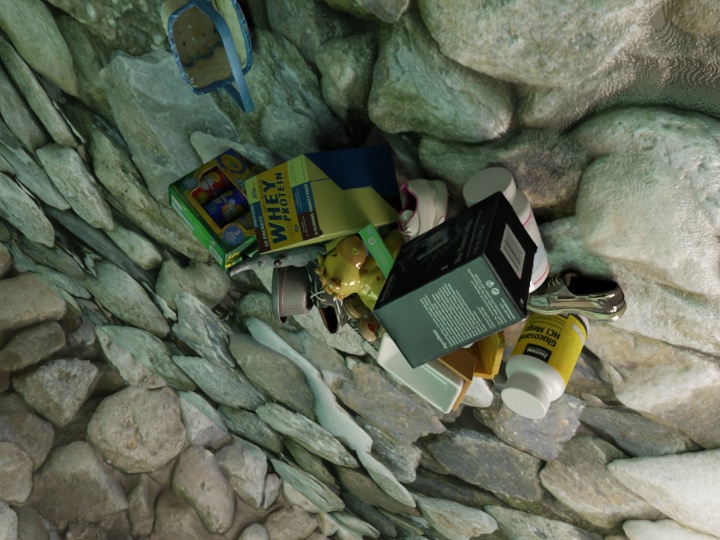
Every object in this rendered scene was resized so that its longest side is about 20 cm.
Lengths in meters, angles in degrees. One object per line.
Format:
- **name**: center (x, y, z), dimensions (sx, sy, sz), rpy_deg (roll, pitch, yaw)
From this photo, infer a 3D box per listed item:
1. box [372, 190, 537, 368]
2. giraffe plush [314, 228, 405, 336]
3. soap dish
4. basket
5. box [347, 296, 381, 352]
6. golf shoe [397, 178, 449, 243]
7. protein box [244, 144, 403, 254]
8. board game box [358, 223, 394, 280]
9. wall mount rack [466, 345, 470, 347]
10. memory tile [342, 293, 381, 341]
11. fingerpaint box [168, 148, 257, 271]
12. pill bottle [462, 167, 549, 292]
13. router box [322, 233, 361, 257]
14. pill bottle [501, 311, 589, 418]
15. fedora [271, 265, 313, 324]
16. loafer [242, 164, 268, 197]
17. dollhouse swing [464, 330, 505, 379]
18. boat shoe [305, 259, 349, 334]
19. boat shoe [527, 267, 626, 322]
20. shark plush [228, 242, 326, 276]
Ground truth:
- **box**: center (0.144, 0.012, 1.119), dimensions (0.197, 0.198, 0.118), rpy_deg (-29, 108, 30)
- **giraffe plush**: center (0.000, 0.000, 1.419), dimensions (0.159, 0.205, 0.172), rpy_deg (21, 168, -19)
- **soap dish**: center (0.130, 0.178, 1.490), dimensions (0.198, 0.082, 0.159), rpy_deg (34, 152, 13)
- **basket**: center (-0.245, -0.375, 1.249), dimensions (0.201, 0.137, 0.178), rpy_deg (53, 164, 36)
- **box**: center (0.038, 0.120, 1.730), dimensions (0.160, 0.044, 0.199), rpy_deg (43, 159, -11)
- **golf shoe**: center (0.097, -0.058, 1.303), dimensions (0.089, 0.206, 0.075), rpy_deg (7, 175, -29)
- **protein box**: center (-0.066, -0.126, 1.339), dimensions (0.198, 0.195, 0.139), rpy_deg (-12, 92, 51)
- **board game box**: center (0.065, 0.020, 1.283), dimensions (0.203, 0.029, 0.135), rpy_deg (60, -176, 6)
- **wall mount rack**: center (0.174, 0.036, 1.314), dimensions (0.172, 0.073, 0.207), rpy_deg (-3, 90, 59)
- **memory tile**: center (0.019, 0.064, 1.557), dimensions (0.017, 0.199, 0.155), rpy_deg (-40, 79, 26)
- **fingerpaint box**: center (-0.274, -0.129, 1.566), dimensions (0.201, 0.165, 0.074), rpy_deg (48, 152, 14)
- **pill bottle**: center (0.236, -0.063, 1.239), dimensions (0.107, 0.110, 0.202), rpy_deg (7, 139, 39)
- **router box**: center (-0.081, -0.096, 1.575), dimensions (0.157, 0.053, 0.200), rpy_deg (41, 150, -7)
- **pill bottle**: center (0.329, 0.158, 1.359), dimensions (0.110, 0.202, 0.114), rpy_deg (24, 149, 16)
- **fedora**: center (-0.145, 0.025, 1.720), dimensions (0.087, 0.202, 0.181), rpy_deg (2, 126, 5)
- **loafer**: center (-0.158, -0.121, 1.505), dimensions (0.199, 0.068, 0.076), rpy_deg (40, 150, 3)
- **dollhouse swing**: center (0.166, 0.113, 1.475), dimensions (0.171, 0.185, 0.202), rpy_deg (-12, 145, -7)
- **boat shoe**: center (-0.077, 0.049, 1.651), dimensions (0.070, 0.068, 0.203), rpy_deg (9, 133, 39)
- **boat shoe**: center (0.356, 0.030, 1.297), dimensions (0.195, 0.075, 0.075), rpy_deg (7, 131, 27)
- **shark plush**: center (-0.170, -0.036, 1.523), dimensions (0.083, 0.195, 0.093), rpy_deg (-136, 46, -58)
